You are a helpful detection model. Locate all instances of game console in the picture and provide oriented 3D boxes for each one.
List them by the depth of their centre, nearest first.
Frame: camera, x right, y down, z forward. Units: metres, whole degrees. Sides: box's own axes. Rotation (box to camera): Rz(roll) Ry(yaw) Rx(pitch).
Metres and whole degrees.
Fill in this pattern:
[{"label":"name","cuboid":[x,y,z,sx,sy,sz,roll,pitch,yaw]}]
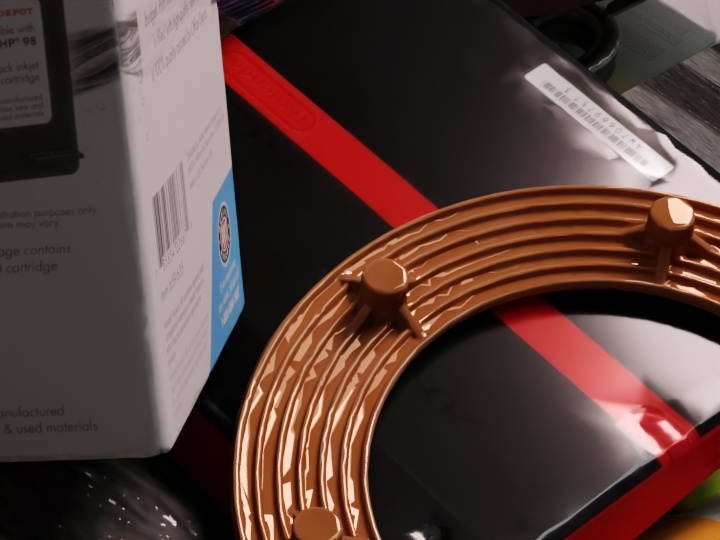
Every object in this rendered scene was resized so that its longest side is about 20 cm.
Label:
[{"label":"game console","cuboid":[0.015,0.001,0.734,0.177,0.031,0.200,-33,60,-28]}]

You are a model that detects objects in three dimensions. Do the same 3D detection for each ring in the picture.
[{"label":"ring","cuboid":[0.066,0.050,0.664,0.199,0.019,0.201,2,50,-3]}]

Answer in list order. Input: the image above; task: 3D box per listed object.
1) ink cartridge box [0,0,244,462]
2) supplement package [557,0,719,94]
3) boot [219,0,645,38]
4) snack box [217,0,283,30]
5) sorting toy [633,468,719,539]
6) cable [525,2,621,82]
[{"label":"ink cartridge box","cuboid":[-0.076,-0.068,0.619,0.066,0.201,0.116,-2,16,8]},{"label":"supplement package","cuboid":[0.086,-0.193,1.160,0.191,0.147,0.200,32,-8,-5]},{"label":"boot","cuboid":[0.036,-0.115,0.960,0.166,0.073,0.200,-1,19,14]},{"label":"snack box","cuboid":[-0.047,-0.111,0.784,0.200,0.024,0.072,7,60,-83]},{"label":"sorting toy","cuboid":[0.118,0.100,0.785,0.200,0.107,0.180,28,-4,-26]},{"label":"cable","cuboid":[0.031,-0.059,0.972,0.199,0.050,0.097,-26,46,-26]}]
